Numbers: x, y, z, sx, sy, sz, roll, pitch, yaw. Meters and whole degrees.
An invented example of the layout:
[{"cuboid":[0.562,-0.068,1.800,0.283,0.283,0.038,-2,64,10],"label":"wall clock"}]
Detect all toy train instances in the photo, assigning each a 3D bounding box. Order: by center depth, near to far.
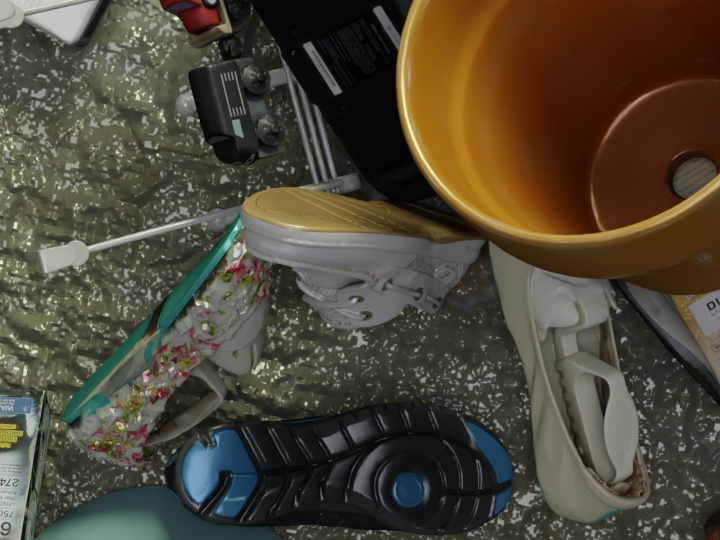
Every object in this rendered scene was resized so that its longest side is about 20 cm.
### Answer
[{"cuboid":[-0.088,-0.152,1.184,0.046,0.034,0.201,-16,90,-38],"label":"toy train"}]

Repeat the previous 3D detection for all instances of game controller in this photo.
[{"cuboid":[0.010,-0.126,1.184,0.104,0.042,0.200,-21,117,26],"label":"game controller"}]

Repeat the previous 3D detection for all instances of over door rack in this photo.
[{"cuboid":[-0.109,-0.090,1.226,0.199,0.067,0.149,-15,90,-28],"label":"over door rack"}]

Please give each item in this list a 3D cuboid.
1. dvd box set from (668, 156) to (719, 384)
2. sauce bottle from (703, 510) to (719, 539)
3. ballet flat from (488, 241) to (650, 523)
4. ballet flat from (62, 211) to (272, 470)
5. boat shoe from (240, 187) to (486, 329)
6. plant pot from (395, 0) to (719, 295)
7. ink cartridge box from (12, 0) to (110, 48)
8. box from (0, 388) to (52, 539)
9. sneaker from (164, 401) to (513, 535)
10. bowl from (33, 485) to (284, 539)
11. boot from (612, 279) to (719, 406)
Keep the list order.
[{"cuboid":[0.214,-0.046,1.203,0.146,0.029,0.201,-32,61,9],"label":"dvd box set"},{"cuboid":[0.252,0.226,1.258,0.066,0.066,0.201,-20,95,3],"label":"sauce bottle"},{"cuboid":[0.122,0.043,1.247,0.069,0.069,0.201,-13,96,3],"label":"ballet flat"},{"cuboid":[-0.091,0.043,1.232,0.064,0.076,0.200,37,129,-10],"label":"ballet flat"},{"cuboid":[0.000,0.000,1.194,0.071,0.200,0.070,27,101,32],"label":"boat shoe"},{"cuboid":[0.143,-0.076,1.122,0.199,0.183,0.201,-9,68,22],"label":"plant pot"},{"cuboid":[-0.187,-0.253,1.256,0.173,0.044,0.201,29,95,1],"label":"ink cartridge box"},{"cuboid":[-0.280,0.128,1.248,0.199,0.040,0.137,2,56,2],"label":"box"},{"cuboid":[-0.013,0.110,1.262,0.199,0.082,0.074,5,84,-17],"label":"sneaker"},{"cuboid":[-0.119,0.228,1.252,0.200,0.105,0.202,0,94,3],"label":"bowl"},{"cuboid":[0.255,0.023,1.233,0.154,0.073,0.204,-44,80,4],"label":"boot"}]
